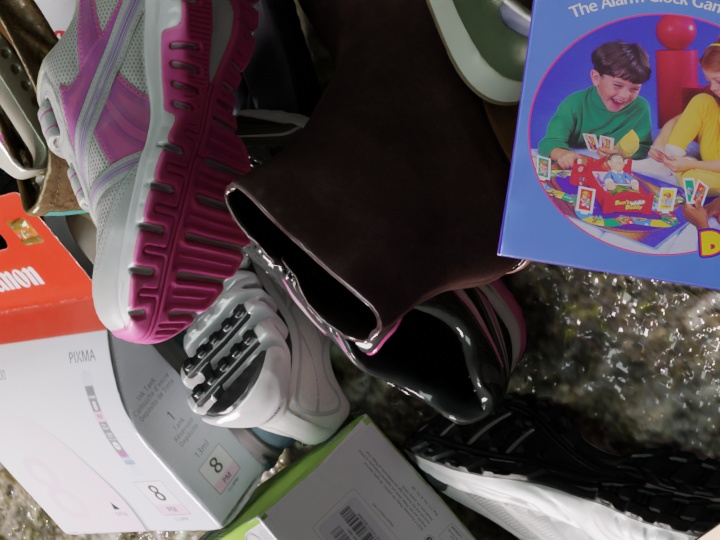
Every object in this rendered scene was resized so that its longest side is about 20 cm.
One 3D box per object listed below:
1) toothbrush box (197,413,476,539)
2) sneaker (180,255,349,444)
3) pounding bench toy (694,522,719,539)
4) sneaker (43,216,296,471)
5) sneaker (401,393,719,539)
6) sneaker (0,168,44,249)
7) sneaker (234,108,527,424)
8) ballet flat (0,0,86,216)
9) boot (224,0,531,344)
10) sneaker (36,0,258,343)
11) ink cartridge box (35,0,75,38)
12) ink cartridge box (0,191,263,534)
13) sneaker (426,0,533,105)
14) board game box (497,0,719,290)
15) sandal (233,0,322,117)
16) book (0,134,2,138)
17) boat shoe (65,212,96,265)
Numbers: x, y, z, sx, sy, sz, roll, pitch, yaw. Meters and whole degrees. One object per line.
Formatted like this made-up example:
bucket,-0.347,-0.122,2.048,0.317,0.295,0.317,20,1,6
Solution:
toothbrush box,-0.011,0.177,1.160,0.146,0.086,0.200,49,154,-1
sneaker,-0.057,0.012,1.150,0.075,0.081,0.201,-43,41,27
pounding bench toy,0.242,0.103,0.867,0.124,0.156,0.200,54,137,10
sneaker,-0.092,0.014,1.223,0.082,0.074,0.200,-42,86,5
sneaker,0.101,0.119,1.081,0.199,0.074,0.080,20,128,37
sneaker,-0.196,0.029,1.276,0.078,0.075,0.201,-4,110,45
sneaker,0.000,0.000,1.053,0.199,0.086,0.080,32,113,-10
ballet flat,-0.184,-0.112,1.058,0.068,0.072,0.201,-23,96,55
boot,-0.002,-0.070,1.014,0.200,0.166,0.072,48,136,16
sneaker,-0.102,-0.062,1.010,0.088,0.081,0.201,-6,69,29
ink cartridge box,-0.136,-0.204,1.141,0.146,0.083,0.201,10,116,43
ink cartridge box,-0.165,0.056,1.156,0.200,0.057,0.162,47,149,-23
sneaker,0.045,-0.175,0.982,0.201,0.067,0.090,58,148,-4
board game box,0.162,-0.058,0.875,0.199,0.045,0.135,9,121,5
sandal,-0.049,-0.093,1.103,0.043,0.076,0.201,-8,115,12
book,-0.189,-0.028,1.314,0.133,0.048,0.201,-17,99,46
boat shoe,-0.117,-0.067,1.169,0.068,0.200,0.072,-37,126,12
